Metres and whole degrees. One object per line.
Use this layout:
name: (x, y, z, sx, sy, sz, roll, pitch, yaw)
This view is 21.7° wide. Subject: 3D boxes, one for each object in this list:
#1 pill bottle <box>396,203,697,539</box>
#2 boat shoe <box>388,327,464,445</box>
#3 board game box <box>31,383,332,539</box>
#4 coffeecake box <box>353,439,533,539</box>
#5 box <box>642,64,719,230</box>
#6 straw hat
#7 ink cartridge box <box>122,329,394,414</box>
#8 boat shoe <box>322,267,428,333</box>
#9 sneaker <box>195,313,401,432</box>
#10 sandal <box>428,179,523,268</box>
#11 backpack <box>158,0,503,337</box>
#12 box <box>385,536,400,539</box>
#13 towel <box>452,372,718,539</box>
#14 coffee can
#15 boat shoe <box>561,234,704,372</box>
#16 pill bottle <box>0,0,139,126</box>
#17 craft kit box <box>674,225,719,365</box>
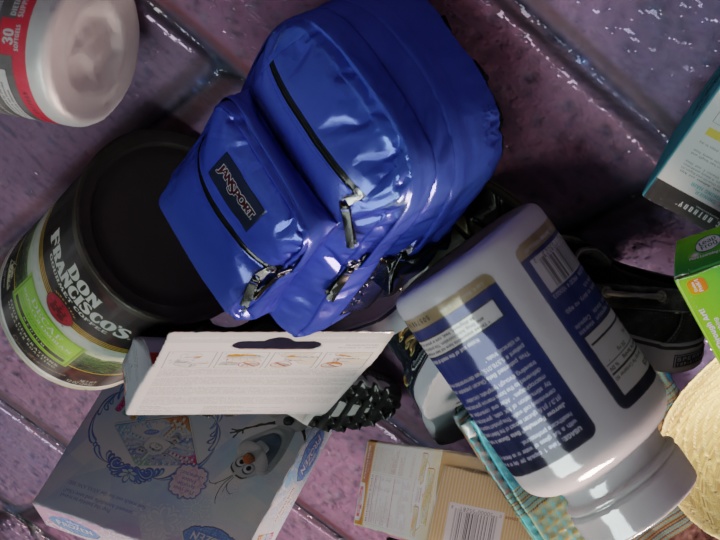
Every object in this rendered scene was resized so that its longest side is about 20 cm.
pill bottle: (0.120, 0.069, 1.165, 0.201, 0.111, 0.111, 55, 146, -3)
boat shoe: (0.054, 0.057, 1.343, 0.091, 0.070, 0.200, 62, 171, 19)
board game box: (-0.141, 0.151, 1.573, 0.199, 0.200, 0.044, 15, 147, 24)
coffeecake box: (0.096, 0.180, 1.431, 0.152, 0.074, 0.200, 12, 174, -14)
box: (0.234, -0.088, 1.045, 0.082, 0.049, 0.200, 29, 150, 1)
straw hat: (0.292, 0.089, 1.218, 0.199, 0.085, 0.202, 5, 127, 7)
ink cartridge box: (-0.079, 0.056, 1.337, 0.161, 0.051, 0.200, 1, 158, -16)
boat shoe: (0.002, -0.004, 1.358, 0.086, 0.075, 0.202, 39, 158, -11)
sneaker: (-0.057, 0.075, 1.505, 0.199, 0.091, 0.067, 8, 137, -27)
sandal: (0.054, -0.049, 1.255, 0.200, 0.057, 0.080, 37, 122, 22)
backpack: (-0.015, -0.064, 1.149, 0.163, 0.167, 0.200, 53, 137, 8)
box: (0.115, 0.263, 1.461, 0.198, 0.036, 0.143, 15, 160, 10)
towel: (0.175, 0.140, 1.321, 0.201, 0.146, 0.022, 57, 176, -16)
coffee can: (-0.179, -0.004, 1.430, 0.146, 0.147, 0.200, 37, 149, -12)
boat shoe: (0.146, 0.010, 1.261, 0.199, 0.070, 0.064, 16, 116, 37)
pill bottle: (-0.261, -0.167, 1.293, 0.199, 0.111, 0.111, 12, 145, 27)
craft kit box: (0.307, 0.038, 1.067, 0.196, 0.049, 0.201, -21, 118, 21)
